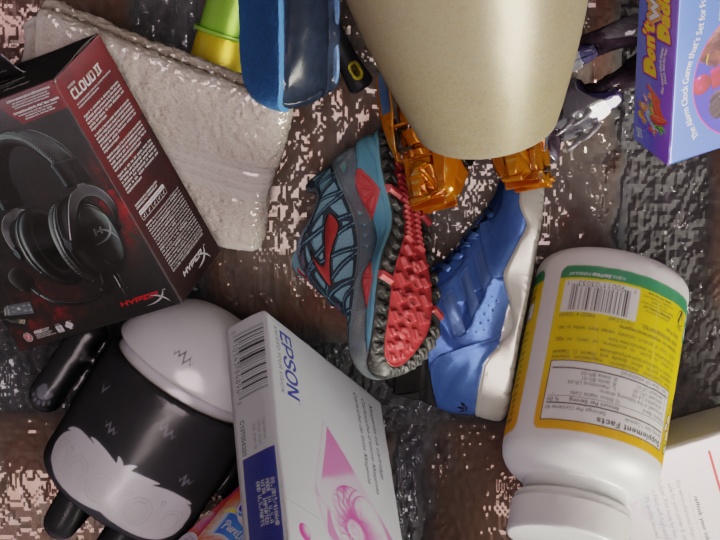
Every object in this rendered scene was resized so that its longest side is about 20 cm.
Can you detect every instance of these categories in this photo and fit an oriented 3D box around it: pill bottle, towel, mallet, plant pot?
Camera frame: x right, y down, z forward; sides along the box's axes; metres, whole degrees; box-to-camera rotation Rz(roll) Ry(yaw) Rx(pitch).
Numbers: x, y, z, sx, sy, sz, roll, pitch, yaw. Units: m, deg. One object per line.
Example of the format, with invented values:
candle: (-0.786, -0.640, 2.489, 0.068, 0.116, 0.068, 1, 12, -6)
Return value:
pill bottle: (0.161, 0.095, 1.498, 0.113, 0.113, 0.200, 14, 70, -3)
towel: (-0.149, -0.100, 1.498, 0.200, 0.034, 0.133, 21, 127, 7)
mallet: (-0.039, -0.213, 1.472, 0.066, 0.041, 0.200, -44, 118, -10)
plant pot: (0.068, -0.178, 1.347, 0.187, 0.187, 0.200, -8, 121, 1)

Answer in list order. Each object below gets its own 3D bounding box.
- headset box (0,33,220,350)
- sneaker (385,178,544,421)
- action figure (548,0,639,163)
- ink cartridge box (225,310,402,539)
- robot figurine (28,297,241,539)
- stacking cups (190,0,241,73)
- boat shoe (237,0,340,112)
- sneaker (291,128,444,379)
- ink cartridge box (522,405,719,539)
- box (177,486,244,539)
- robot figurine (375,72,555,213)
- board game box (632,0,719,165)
headset box: (-0.213, -0.060, 1.481, 0.149, 0.077, 0.200, -16, 115, 29)
sneaker: (0.067, 0.000, 1.536, 0.111, 0.077, 0.200, 10, 96, 4)
action figure: (0.206, -0.158, 1.504, 0.200, 0.069, 0.130, -27, 116, 12)
ink cartridge box: (-0.012, 0.153, 1.470, 0.043, 0.197, 0.200, -30, 136, 23)
robot figurine: (-0.147, 0.114, 1.538, 0.150, 0.125, 0.200, 25, 103, -38)
stacking cups: (-0.072, -0.219, 1.498, 0.060, 0.061, 0.200, 16, 101, -4)
boat shoe: (-0.042, -0.207, 1.414, 0.069, 0.084, 0.200, -13, 124, -35)
sneaker: (0.000, 0.000, 1.497, 0.095, 0.200, 0.079, -23, 136, 26)
ink cartridge box: (0.229, 0.175, 1.577, 0.200, 0.068, 0.115, -16, 101, 4)
box: (-0.033, 0.242, 1.534, 0.100, 0.096, 0.200, -42, 130, 7)
robot figurine: (0.069, -0.147, 1.481, 0.145, 0.058, 0.200, -12, 81, 23)
board game box: (0.253, -0.182, 1.434, 0.134, 0.045, 0.200, -18, 127, -22)
